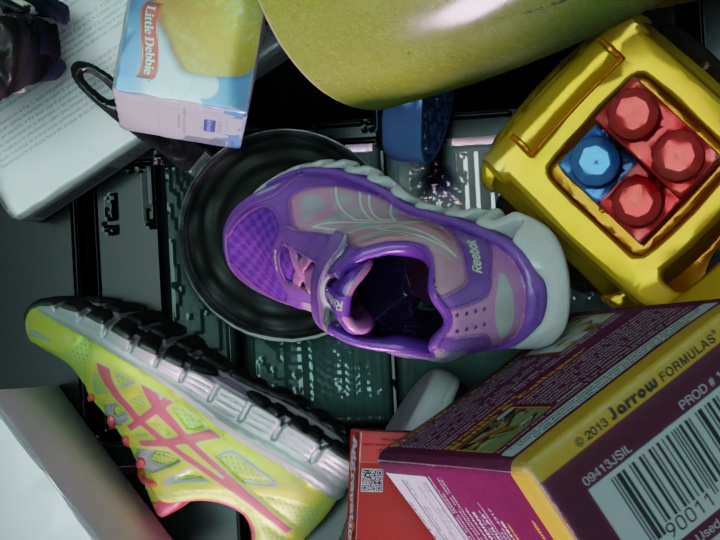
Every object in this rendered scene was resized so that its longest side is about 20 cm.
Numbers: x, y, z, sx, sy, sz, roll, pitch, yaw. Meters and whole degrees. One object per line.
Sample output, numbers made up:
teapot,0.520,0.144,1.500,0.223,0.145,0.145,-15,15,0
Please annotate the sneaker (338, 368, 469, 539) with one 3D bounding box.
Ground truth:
sneaker,0.042,0.160,1.106,0.112,0.073,0.200,24,90,-6

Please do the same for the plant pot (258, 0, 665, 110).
plant pot,0.078,-0.174,0.965,0.200,0.187,0.187,-3,89,36

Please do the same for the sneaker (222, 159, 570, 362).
sneaker,0.000,0.000,1.031,0.200,0.088,0.081,13,116,39

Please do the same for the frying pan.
frying pan,-0.074,-0.031,1.121,0.190,0.031,0.115,18,102,-1

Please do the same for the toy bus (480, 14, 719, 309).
toy bus,0.158,-0.030,1.021,0.200,0.192,0.136,44,94,5

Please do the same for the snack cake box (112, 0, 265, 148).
snack cake box,-0.073,-0.169,1.048,0.067,0.115,0.200,9,84,-3

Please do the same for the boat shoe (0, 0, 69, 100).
boat shoe,-0.246,-0.124,1.095,0.200,0.093,0.075,14,106,18

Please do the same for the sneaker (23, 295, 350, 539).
sneaker,-0.100,0.083,1.119,0.200,0.078,0.090,32,101,10

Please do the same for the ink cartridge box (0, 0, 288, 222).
ink cartridge box,-0.144,-0.152,1.142,0.200,0.045,0.176,-32,86,7

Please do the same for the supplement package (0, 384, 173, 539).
supplement package,-0.216,0.167,1.113,0.200,0.120,0.121,-38,83,7

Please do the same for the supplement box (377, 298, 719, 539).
supplement box,0.112,0.091,0.967,0.131,0.200,0.103,-36,98,-15

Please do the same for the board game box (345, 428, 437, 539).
board game box,0.090,0.135,1.074,0.200,0.019,0.103,3,90,-16

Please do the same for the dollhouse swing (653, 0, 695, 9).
dollhouse swing,0.131,-0.237,1.034,0.182,0.176,0.200,-10,89,8

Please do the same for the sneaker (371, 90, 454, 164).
sneaker,0.006,-0.154,1.111,0.078,0.070,0.200,-1,86,17
